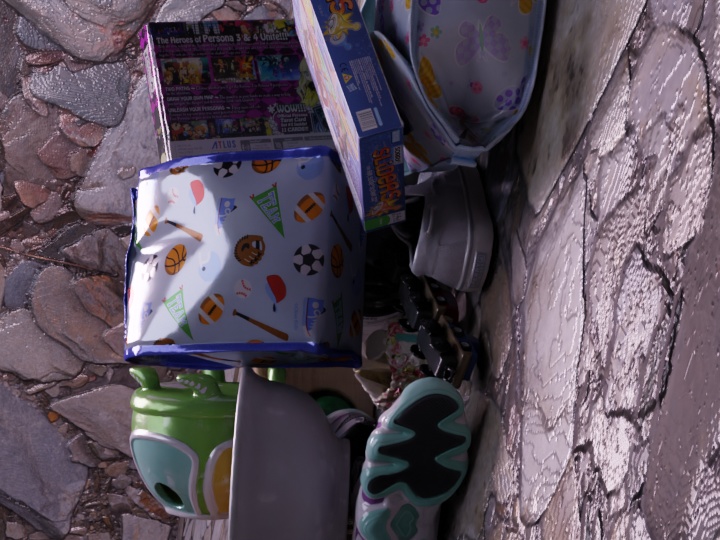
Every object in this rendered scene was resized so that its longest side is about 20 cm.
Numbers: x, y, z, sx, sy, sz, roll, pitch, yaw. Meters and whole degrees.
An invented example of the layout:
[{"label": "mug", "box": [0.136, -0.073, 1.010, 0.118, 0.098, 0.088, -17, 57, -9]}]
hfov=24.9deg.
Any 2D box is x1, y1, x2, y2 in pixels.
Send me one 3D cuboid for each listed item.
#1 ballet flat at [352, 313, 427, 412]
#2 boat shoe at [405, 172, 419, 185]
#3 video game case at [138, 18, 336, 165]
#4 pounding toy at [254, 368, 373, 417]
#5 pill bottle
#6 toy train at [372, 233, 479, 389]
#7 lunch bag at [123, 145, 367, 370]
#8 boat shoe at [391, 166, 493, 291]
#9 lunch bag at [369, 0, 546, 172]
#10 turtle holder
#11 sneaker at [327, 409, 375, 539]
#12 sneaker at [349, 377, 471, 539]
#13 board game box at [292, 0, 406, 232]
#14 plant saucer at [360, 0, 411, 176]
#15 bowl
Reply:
[{"label": "ballet flat", "box": [0.028, 0.072, 1.350, 0.200, 0.064, 0.076, 122, 156, -68]}, {"label": "boat shoe", "box": [0.030, -0.088, 1.524, 0.202, 0.060, 0.072, 113, 165, -53]}, {"label": "video game case", "box": [-0.088, -0.135, 1.461, 0.036, 0.199, 0.182, -28, 71, 62]}, {"label": "pounding toy", "box": [-0.068, 0.150, 1.603, 0.200, 0.141, 0.185, 115, 162, -58]}, {"label": "pill bottle", "box": [0.000, 0.000, 1.455, 0.200, 0.111, 0.112, 118, 160, -62]}, {"label": "toy train", "box": [0.052, 0.030, 1.247, 0.200, 0.046, 0.034, -113, 38, -58]}, {"label": "lunch bag", "box": [-0.098, -0.006, 1.327, 0.124, 0.199, 0.171, 29, -119, -65]}, {"label": "boat shoe", "box": [0.056, -0.041, 1.286, 0.200, 0.068, 0.072, -96, 19, -60]}, {"label": "lunch bag", "box": [0.065, -0.176, 1.222, 0.170, 0.126, 0.201, -172, 87, -82]}, {"label": "turtle holder", "box": [-0.119, 0.153, 1.460, 0.141, 0.184, 0.133, -6, -83, -72]}, {"label": "sneaker", "box": [-0.022, 0.219, 1.406, 0.140, 0.077, 0.201, 158, 122, -79]}, {"label": "sneaker", "box": [0.027, 0.145, 1.231, 0.140, 0.077, 0.201, -100, 23, -63]}, {"label": "board game box", "box": [-0.012, -0.147, 1.223, 0.136, 0.034, 0.201, 86, 167, -63]}, {"label": "plant saucer", "box": [0.053, -0.179, 1.407, 0.200, 0.036, 0.201, -11, 77, 58]}, {"label": "bowl", "box": [-0.055, 0.178, 1.280, 0.201, 0.090, 0.202, -177, 90, -89]}]
